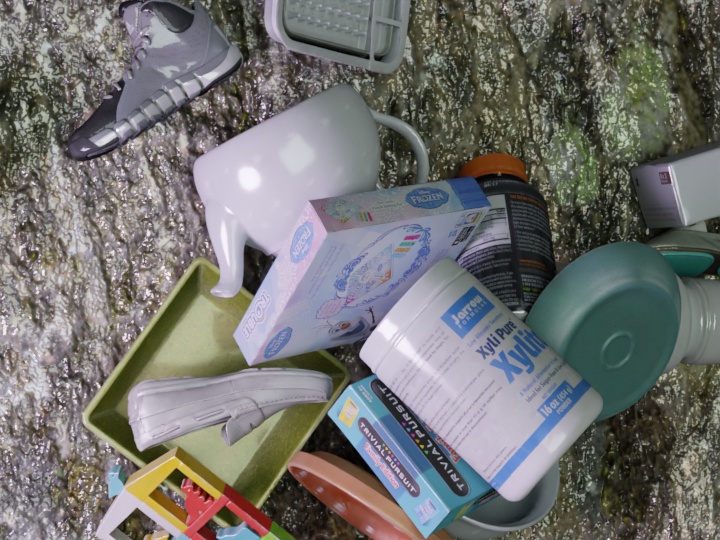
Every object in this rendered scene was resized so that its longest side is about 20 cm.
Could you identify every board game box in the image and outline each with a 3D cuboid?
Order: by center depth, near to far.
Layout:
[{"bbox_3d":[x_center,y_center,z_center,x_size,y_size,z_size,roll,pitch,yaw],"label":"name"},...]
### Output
[{"bbox_3d":[0.000,0.000,1.629,0.198,0.201,0.044,-11,58,-38],"label":"board game box"},{"bbox_3d":[0.086,0.153,1.637,0.199,0.047,0.151,-19,63,-49],"label":"board game box"}]

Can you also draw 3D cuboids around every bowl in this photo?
[{"bbox_3d":[0.094,0.195,1.718,0.199,0.091,0.202,19,43,-19],"label":"bowl"}]

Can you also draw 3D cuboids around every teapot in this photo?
[{"bbox_3d":[-0.052,-0.080,1.640,0.199,0.197,0.147,-27,94,20],"label":"teapot"}]

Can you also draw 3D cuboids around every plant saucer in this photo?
[{"bbox_3d":[0.240,0.071,1.655,0.198,0.036,0.202,-16,123,-26],"label":"plant saucer"},{"bbox_3d":[0.018,0.234,1.662,0.200,0.200,0.032,39,76,-13],"label":"plant saucer"},{"bbox_3d":[-0.144,0.123,1.693,0.199,0.048,0.201,38,82,-13],"label":"plant saucer"}]

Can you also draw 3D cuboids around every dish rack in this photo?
[{"bbox_3d":[-0.025,-0.290,1.676,0.199,0.043,0.174,5,91,-52],"label":"dish rack"}]

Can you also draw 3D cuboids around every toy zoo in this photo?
[{"bbox_3d":[-0.166,0.255,1.669,0.200,0.021,0.131,40,115,-14],"label":"toy zoo"}]

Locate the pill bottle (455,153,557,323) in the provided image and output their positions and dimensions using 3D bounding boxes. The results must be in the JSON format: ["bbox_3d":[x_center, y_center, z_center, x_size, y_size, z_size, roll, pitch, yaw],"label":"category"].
[{"bbox_3d":[0.141,-0.017,1.706,0.105,0.106,0.202,6,58,-15],"label":"pill bottle"}]

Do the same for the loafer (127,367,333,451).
[{"bbox_3d":[-0.123,0.133,1.637,0.198,0.070,0.071,-7,78,-6],"label":"loafer"}]

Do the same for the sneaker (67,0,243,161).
[{"bbox_3d":[-0.221,-0.197,1.657,0.199,0.075,0.116,-35,95,-22],"label":"sneaker"}]

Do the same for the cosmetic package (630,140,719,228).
[{"bbox_3d":[0.399,-0.104,1.807,0.198,0.102,0.075,-18,95,-13],"label":"cosmetic package"}]

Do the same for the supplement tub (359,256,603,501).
[{"bbox_3d":[0.111,0.100,1.565,0.200,0.132,0.132,43,81,7],"label":"supplement tub"}]

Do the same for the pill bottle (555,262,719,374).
[{"bbox_3d":[0.281,0.051,1.771,0.198,0.114,0.116,2,91,-17],"label":"pill bottle"}]

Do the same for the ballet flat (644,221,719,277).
[{"bbox_3d":[0.376,-0.024,1.831,0.198,0.067,0.064,6,63,-16],"label":"ballet flat"}]
